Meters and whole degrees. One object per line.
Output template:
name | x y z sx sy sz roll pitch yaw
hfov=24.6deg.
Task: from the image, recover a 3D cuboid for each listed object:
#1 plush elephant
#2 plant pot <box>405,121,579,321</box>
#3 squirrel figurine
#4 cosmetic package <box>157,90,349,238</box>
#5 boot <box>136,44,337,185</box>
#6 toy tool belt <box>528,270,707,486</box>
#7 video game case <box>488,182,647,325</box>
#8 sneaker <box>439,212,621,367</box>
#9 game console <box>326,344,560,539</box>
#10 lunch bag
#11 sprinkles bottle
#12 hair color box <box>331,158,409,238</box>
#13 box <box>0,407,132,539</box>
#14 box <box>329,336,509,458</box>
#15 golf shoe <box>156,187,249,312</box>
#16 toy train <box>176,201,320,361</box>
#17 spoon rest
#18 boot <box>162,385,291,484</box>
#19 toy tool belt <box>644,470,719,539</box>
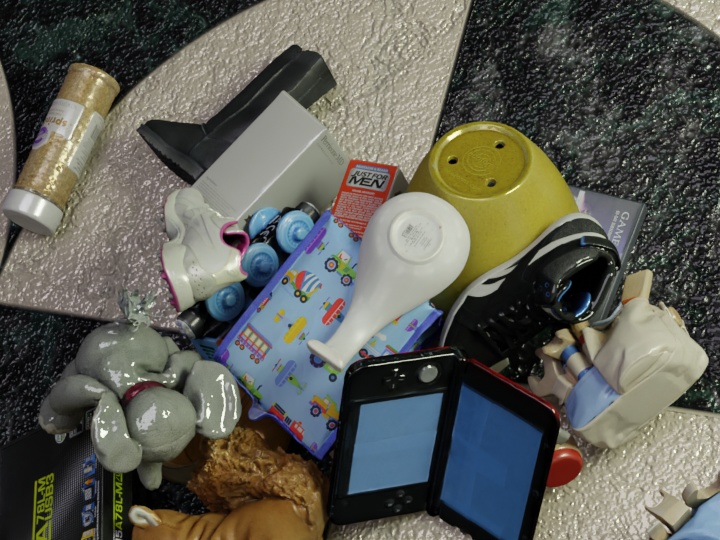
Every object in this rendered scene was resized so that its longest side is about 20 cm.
plush elephant | -0.206 0.132 1.575 0.163 0.201 0.156 -9 56 -22
plant pot | 0.124 -0.061 1.625 0.198 0.142 0.201 -4 52 6
squirrel figurine | -0.130 0.254 1.619 0.185 0.141 0.202 9 77 25
cosmetic package | -0.111 -0.082 1.799 0.200 0.108 0.085 -46 57 -2
boot | -0.142 -0.187 1.883 0.200 0.066 0.165 -46 47 -8
toy tool belt | 0.225 0.101 1.577 0.200 0.124 0.123 -45 42 20
video game case | 0.181 -0.027 1.711 0.199 0.019 0.144 16 73 26
sneaker | 0.153 0.035 1.523 0.200 0.073 0.112 -46 19 11
game console | 0.072 0.184 1.538 0.171 0.201 0.119 -7 37 -20
lunch bag | -0.037 0.071 1.589 0.150 0.094 0.200 42 87 12
sprinkles bottle | -0.352 -0.143 1.945 0.068 0.068 0.201 14 71 26
hair color box | 0.000 0.000 1.715 0.063 0.111 0.201 12 71 25
box | -0.309 0.253 1.712 0.192 0.047 0.202 -24 58 37
box | 0.047 0.123 1.663 0.200 0.068 0.082 -44 58 -2
golf shoe | -0.154 -0.028 1.663 0.091 0.076 0.200 -16 31 4
toy train | -0.102 0.019 1.721 0.200 0.115 0.086 -44 28 -23
spoon rest | 0.022 0.012 1.522 0.099 0.061 0.200 36 70 10
boot | -0.159 0.153 1.738 0.200 0.071 0.145 14 66 23
toy tool belt | 0.311 0.245 1.471 0.125 0.123 0.200 36 82 30
